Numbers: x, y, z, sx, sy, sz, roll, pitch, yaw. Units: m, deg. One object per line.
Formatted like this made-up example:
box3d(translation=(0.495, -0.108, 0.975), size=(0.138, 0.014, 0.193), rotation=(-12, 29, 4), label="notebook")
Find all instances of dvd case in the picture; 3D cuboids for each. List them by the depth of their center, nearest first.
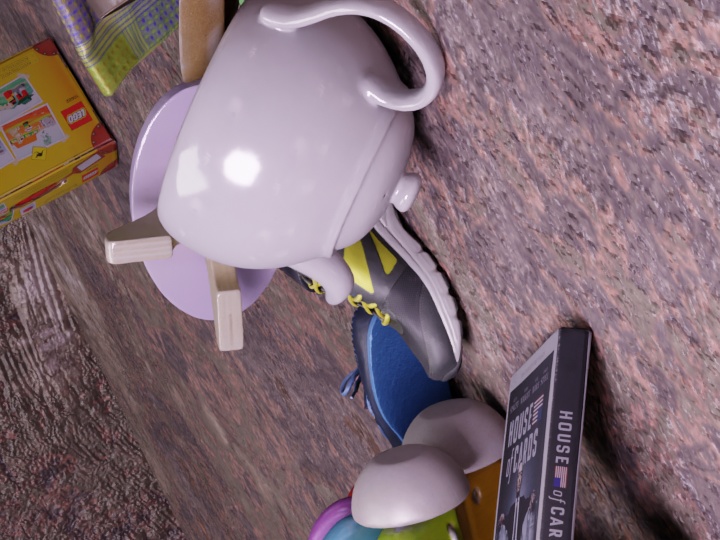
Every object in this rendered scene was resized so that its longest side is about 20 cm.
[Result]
box3d(translation=(0.108, 0.148, 1.412), size=(0.150, 0.025, 0.201), rotation=(119, 158, -74), label="dvd case")

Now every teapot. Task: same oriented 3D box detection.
box3d(translation=(-0.029, -0.081, 1.444), size=(0.146, 0.198, 0.200), rotation=(24, -175, 3), label="teapot")

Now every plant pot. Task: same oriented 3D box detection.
box3d(translation=(-0.089, -0.217, 1.437), size=(0.200, 0.027, 0.201), rotation=(6, -90, -90), label="plant pot")

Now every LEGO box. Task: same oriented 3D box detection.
box3d(translation=(-0.391, -0.142, 2.537), size=(0.149, 0.200, 0.077), rotation=(58, 166, 15), label="LEGO box")

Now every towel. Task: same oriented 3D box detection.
box3d(translation=(-0.193, -0.250, 1.744), size=(0.023, 0.144, 0.200), rotation=(3, 126, 36), label="towel")

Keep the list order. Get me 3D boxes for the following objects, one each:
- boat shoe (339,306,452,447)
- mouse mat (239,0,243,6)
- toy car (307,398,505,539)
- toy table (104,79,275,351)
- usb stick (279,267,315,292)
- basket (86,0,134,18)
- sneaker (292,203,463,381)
box3d(translation=(0.025, 0.095, 1.726), size=(0.069, 0.084, 0.200), rotation=(30, 146, 44), label="boat shoe")
box3d(translation=(-0.090, -0.242, 1.630), size=(0.200, 0.008, 0.161), rotation=(62, 166, -5), label="mouse mat")
box3d(translation=(0.036, 0.196, 1.628), size=(0.150, 0.200, 0.176), rotation=(-6, 107, 28), label="toy car")
box3d(translation=(-0.112, -0.040, 1.803), size=(0.117, 0.183, 0.201), rotation=(-117, 11, -66), label="toy table")
box3d(translation=(-0.073, -0.030, 1.948), size=(0.200, 0.033, 0.056), rotation=(36, 153, 62), label="usb stick")
box3d(translation=(-0.188, -0.290, 1.606), size=(0.200, 0.136, 0.180), rotation=(58, -174, -6), label="basket")
box3d(translation=(0.000, 0.000, 1.623), size=(0.200, 0.084, 0.075), rotation=(58, 167, 13), label="sneaker")
